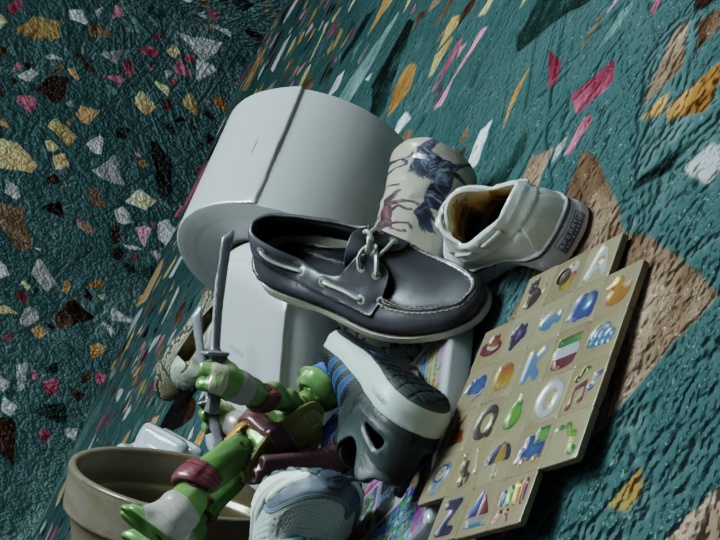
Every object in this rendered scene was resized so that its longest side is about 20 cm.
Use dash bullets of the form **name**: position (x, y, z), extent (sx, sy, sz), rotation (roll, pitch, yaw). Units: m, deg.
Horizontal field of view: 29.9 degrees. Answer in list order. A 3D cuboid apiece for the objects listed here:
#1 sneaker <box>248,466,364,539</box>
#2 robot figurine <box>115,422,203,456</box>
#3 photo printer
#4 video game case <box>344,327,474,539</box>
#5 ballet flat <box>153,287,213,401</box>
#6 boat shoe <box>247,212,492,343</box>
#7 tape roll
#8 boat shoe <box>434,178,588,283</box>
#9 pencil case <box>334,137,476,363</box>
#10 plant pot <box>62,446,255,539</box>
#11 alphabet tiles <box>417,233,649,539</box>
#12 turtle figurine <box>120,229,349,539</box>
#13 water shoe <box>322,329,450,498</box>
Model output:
- **sneaker**: position (-0.051, 0.213, 0.923), extent (0.087, 0.077, 0.200), rotation (-94, 25, -46)
- **robot figurine**: position (-0.260, 0.280, 1.559), extent (0.201, 0.113, 0.170), rotation (-63, -27, -5)
- **photo printer**: position (-0.074, 0.077, 1.145), extent (0.166, 0.069, 0.201), rotation (23, 110, 60)
- **video game case**: position (0.018, 0.154, 0.958), extent (0.182, 0.024, 0.200), rotation (-52, 16, 36)
- **ballet flat**: position (-0.231, 0.107, 1.929), extent (0.200, 0.068, 0.075), rotation (-59, 29, 3)
- **boat shoe**: position (0.000, 0.000, 0.991), extent (0.199, 0.063, 0.073), rotation (13, 55, 30)
- **tape roll**: position (-0.055, -0.052, 1.265), extent (0.203, 0.202, 0.140), rotation (-42, 24, 56)
- **boat shoe**: position (0.089, -0.035, 0.963), extent (0.071, 0.070, 0.200), rotation (-63, 13, -6)
- **pencil case**: position (0.040, -0.017, 1.097), extent (0.090, 0.078, 0.201), rotation (113, 176, -54)
- **plant pot**: position (-0.164, 0.258, 1.135), extent (0.200, 0.199, 0.174), rotation (-147, 70, -77)
- **alphabet tiles**: position (0.100, 0.071, 0.803), extent (0.166, 0.006, 0.200), rotation (-33, 27, 56)
- **turtle figurine**: position (-0.117, 0.113, 1.000), extent (0.194, 0.200, 0.144), rotation (-50, 20, -27)
- **water shoe**: position (0.002, 0.096, 0.933), extent (0.079, 0.071, 0.200), rotation (-64, 12, 2)
